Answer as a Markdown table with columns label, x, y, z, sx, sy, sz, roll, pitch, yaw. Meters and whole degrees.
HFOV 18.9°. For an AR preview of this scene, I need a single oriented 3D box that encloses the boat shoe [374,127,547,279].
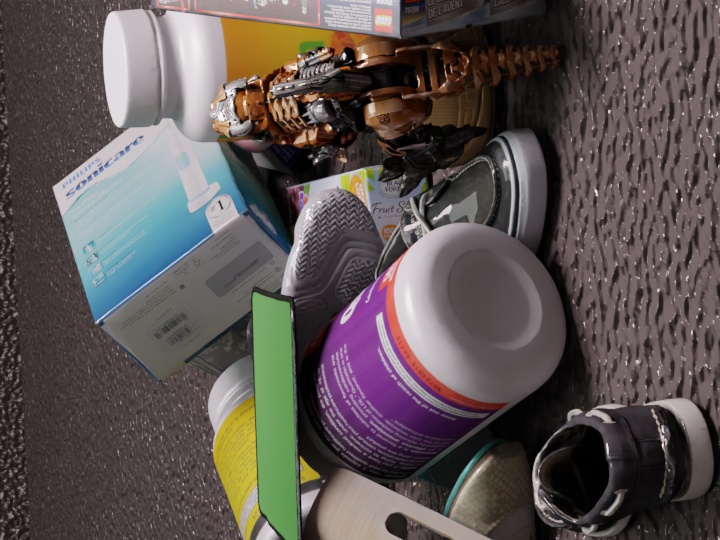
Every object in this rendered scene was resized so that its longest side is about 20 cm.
| label | x | y | z | sx | sy | sz | roll | pitch | yaw |
| --- | --- | --- | --- | --- | --- | --- | --- | --- | --- |
| boat shoe | 0.060 | -0.022 | 1.354 | 0.200 | 0.071 | 0.072 | 118 | 144 | -58 |

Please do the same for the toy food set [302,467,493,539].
| label | x | y | z | sx | sy | sz | roll | pitch | yaw |
| --- | --- | --- | --- | --- | --- | --- | --- | --- | --- |
| toy food set | 0.039 | 0.220 | 1.377 | 0.143 | 0.060 | 0.200 | 24 | 143 | 20 |

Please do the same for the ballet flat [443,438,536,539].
| label | x | y | z | sx | sy | sz | roll | pitch | yaw |
| --- | --- | --- | --- | --- | --- | --- | --- | --- | --- |
| ballet flat | 0.084 | 0.177 | 1.379 | 0.062 | 0.067 | 0.200 | 44 | 150 | 20 |

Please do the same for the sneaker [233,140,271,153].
| label | x | y | z | sx | sy | sz | roll | pitch | yaw |
| --- | --- | --- | --- | --- | --- | --- | --- | --- | --- |
| sneaker | -0.065 | -0.193 | 1.732 | 0.105 | 0.075 | 0.201 | -47 | 30 | 35 |

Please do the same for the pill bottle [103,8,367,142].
| label | x | y | z | sx | sy | sz | roll | pitch | yaw |
| --- | --- | --- | --- | --- | --- | --- | --- | --- | --- |
| pill bottle | -0.079 | -0.149 | 1.552 | 0.111 | 0.199 | 0.112 | 175 | 90 | -73 |

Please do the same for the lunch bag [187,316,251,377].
| label | x | y | z | sx | sy | sz | roll | pitch | yaw |
| --- | --- | --- | --- | --- | --- | --- | --- | --- | --- |
| lunch bag | -0.127 | -0.004 | 1.858 | 0.168 | 0.139 | 0.200 | 48 | -173 | -34 |

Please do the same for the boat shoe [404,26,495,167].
| label | x | y | z | sx | sy | sz | roll | pitch | yaw |
| --- | --- | --- | --- | --- | --- | --- | --- | --- | --- |
| boat shoe | 0.044 | -0.163 | 1.394 | 0.069 | 0.071 | 0.201 | 3 | -109 | -76 |

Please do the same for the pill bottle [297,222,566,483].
| label | x | y | z | sx | sy | sz | roll | pitch | yaw |
| --- | --- | --- | --- | --- | --- | --- | --- | --- | --- |
| pill bottle | 0.032 | 0.060 | 1.331 | 0.200 | 0.112 | 0.113 | -42 | 53 | 50 |

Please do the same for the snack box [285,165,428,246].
| label | x | y | z | sx | sy | sz | roll | pitch | yaw |
| --- | --- | --- | --- | --- | --- | --- | --- | --- | --- |
| snack box | 0.000 | 0.000 | 1.586 | 0.200 | 0.053 | 0.143 | 175 | 88 | -72 |

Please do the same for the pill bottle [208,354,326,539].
| label | x | y | z | sx | sy | sz | roll | pitch | yaw |
| --- | --- | --- | --- | --- | --- | --- | --- | --- | --- |
| pill bottle | -0.051 | 0.159 | 1.694 | 0.200 | 0.114 | 0.115 | -118 | 28 | -51 |

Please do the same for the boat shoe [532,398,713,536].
| label | x | y | z | sx | sy | sz | roll | pitch | yaw |
| --- | --- | --- | --- | --- | --- | --- | --- | --- | --- |
| boat shoe | 0.127 | 0.111 | 1.191 | 0.200 | 0.060 | 0.074 | 153 | 111 | -72 |

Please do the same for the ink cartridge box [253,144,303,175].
| label | x | y | z | sx | sy | sz | roll | pitch | yaw |
| --- | --- | --- | --- | --- | --- | --- | --- | --- | --- |
| ink cartridge box | -0.103 | -0.132 | 1.826 | 0.099 | 0.039 | 0.200 | 47 | 173 | -18 |

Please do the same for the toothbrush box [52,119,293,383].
| label | x | y | z | sx | sy | sz | roll | pitch | yaw |
| --- | --- | --- | --- | --- | --- | --- | --- | --- | --- |
| toothbrush box | -0.145 | -0.033 | 1.686 | 0.085 | 0.146 | 0.200 | 47 | -171 | -38 |

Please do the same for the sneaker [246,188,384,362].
| label | x | y | z | sx | sy | sz | roll | pitch | yaw |
| --- | --- | --- | --- | --- | --- | --- | --- | --- | --- |
| sneaker | -0.036 | 0.027 | 1.498 | 0.114 | 0.075 | 0.201 | -137 | 44 | -58 |

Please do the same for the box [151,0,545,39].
| label | x | y | z | sx | sy | sz | roll | pitch | yaw |
| --- | --- | --- | --- | --- | --- | --- | --- | --- | --- |
| box | -0.008 | -0.172 | 1.287 | 0.199 | 0.137 | 0.040 | 12 | 109 | 39 |

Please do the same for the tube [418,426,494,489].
| label | x | y | z | sx | sy | sz | roll | pitch | yaw |
| --- | --- | --- | --- | --- | --- | --- | --- | --- | --- |
| tube | 0.042 | 0.113 | 1.504 | 0.200 | 0.050 | 0.078 | -170 | 95 | -76 |

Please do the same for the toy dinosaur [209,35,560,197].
| label | x | y | z | sx | sy | sz | roll | pitch | yaw |
| --- | --- | --- | --- | --- | --- | --- | --- | --- | --- |
| toy dinosaur | 0.016 | -0.101 | 1.291 | 0.136 | 0.199 | 0.103 | 15 | -93 | -71 |

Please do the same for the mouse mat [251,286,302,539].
| label | x | y | z | sx | sy | sz | roll | pitch | yaw |
| --- | --- | --- | --- | --- | --- | --- | --- | --- | --- |
| mouse mat | -0.055 | 0.094 | 1.413 | 0.200 | 0.007 | 0.162 | -167 | 76 | -81 |
